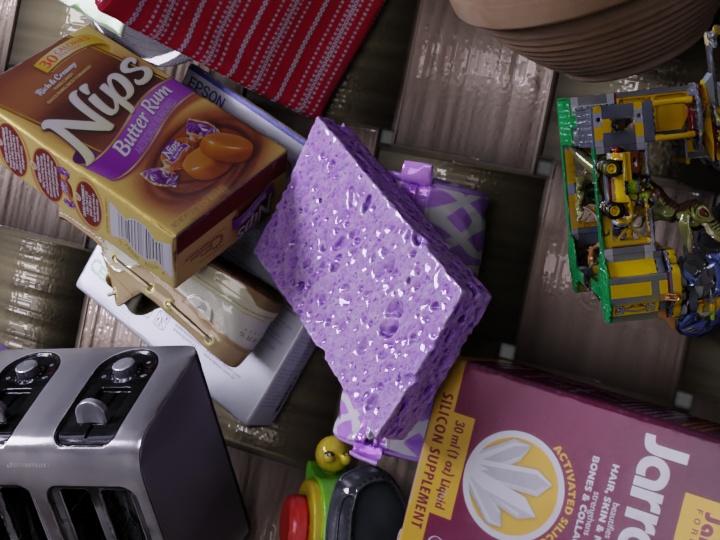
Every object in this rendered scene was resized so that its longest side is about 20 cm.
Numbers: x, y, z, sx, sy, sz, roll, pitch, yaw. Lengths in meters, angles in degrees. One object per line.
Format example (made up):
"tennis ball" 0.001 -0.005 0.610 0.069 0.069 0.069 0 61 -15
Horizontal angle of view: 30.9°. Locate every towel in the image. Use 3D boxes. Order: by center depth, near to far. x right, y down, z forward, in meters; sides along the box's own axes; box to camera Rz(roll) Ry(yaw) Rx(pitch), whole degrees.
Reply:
"towel" -0.068 -0.200 0.890 0.145 0.199 0.022 -58 39 11

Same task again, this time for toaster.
"toaster" -0.188 0.160 0.933 0.179 0.119 0.202 -2 119 22

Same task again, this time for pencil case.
"pencil case" 0.032 0.032 0.878 0.083 0.085 0.202 9 90 29

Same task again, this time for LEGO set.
"LEGO set" 0.184 -0.047 0.753 0.115 0.200 0.156 -6 88 3

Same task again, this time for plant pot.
"plant pot" 0.156 -0.182 0.801 0.199 0.202 0.093 -13 122 27

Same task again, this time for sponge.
"sponge" 0.000 0.000 0.836 0.112 0.030 0.200 -61 43 23

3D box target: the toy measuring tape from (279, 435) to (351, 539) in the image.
"toy measuring tape" -0.024 0.216 0.898 0.073 0.073 0.202 2 85 28

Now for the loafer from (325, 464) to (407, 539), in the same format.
"loafer" 0.025 0.226 0.850 0.070 0.068 0.203 9 111 62

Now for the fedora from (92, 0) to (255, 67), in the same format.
"fedora" -0.112 -0.249 0.971 0.176 0.090 0.201 37 110 26

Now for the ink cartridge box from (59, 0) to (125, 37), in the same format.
"ink cartridge box" -0.198 -0.247 0.936 0.199 0.059 0.105 33 108 32

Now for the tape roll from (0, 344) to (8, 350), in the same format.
"tape roll" -0.350 0.155 1.073 0.198 0.085 0.202 -3 84 28

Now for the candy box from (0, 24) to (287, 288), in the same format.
"candy box" -0.163 -0.085 0.915 0.199 0.117 0.057 32 140 21

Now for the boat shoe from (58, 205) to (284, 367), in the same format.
"boat shoe" -0.149 0.002 0.936 0.199 0.074 0.067 30 94 27

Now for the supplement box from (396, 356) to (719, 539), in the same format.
"supplement box" 0.139 0.140 0.802 0.198 0.103 0.132 14 92 27

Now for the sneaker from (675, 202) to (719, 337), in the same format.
"sneaker" 0.263 -0.018 0.765 0.078 0.076 0.200 37 125 -15

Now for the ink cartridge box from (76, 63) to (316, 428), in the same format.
"ink cartridge box" -0.097 -0.020 0.975 0.199 0.041 0.201 36 103 26
